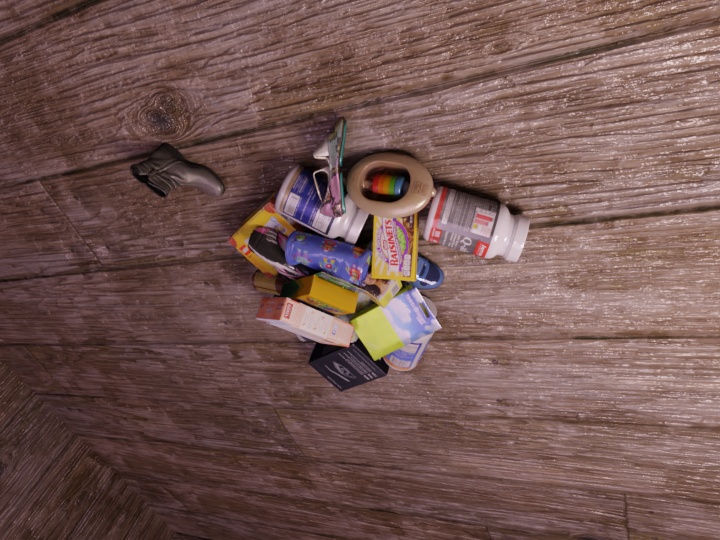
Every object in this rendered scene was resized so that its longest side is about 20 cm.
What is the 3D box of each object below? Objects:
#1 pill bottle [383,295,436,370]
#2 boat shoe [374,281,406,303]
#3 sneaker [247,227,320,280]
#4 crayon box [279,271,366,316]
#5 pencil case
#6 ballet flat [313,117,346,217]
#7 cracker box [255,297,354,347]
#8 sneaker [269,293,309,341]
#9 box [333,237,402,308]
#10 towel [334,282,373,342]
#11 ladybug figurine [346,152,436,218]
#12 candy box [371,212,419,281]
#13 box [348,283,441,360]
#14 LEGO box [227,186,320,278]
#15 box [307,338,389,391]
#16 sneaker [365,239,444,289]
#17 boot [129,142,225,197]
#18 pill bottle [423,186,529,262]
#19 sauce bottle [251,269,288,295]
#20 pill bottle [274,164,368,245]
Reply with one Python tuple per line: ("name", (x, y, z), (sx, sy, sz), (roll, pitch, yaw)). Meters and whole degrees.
("pill bottle", (0.127, 0.159, 1.354), (0.110, 0.113, 0.202), (21, 134, 4))
("boat shoe", (0.044, 0.067, 1.344), (0.199, 0.061, 0.072), (-24, 117, 37))
("sneaker", (-0.184, -0.018, 1.249), (0.198, 0.081, 0.087), (33, 145, -2))
("crayon box", (-0.093, 0.061, 1.220), (0.124, 0.052, 0.199), (24, 159, -27))
("pencil case", (-0.070, -0.027, 1.167), (0.197, 0.079, 0.088), (16, 137, 12))
("ballet flat", (-0.064, -0.211, 1.083), (0.070, 0.069, 0.204), (1, 98, 0))
("cracker box", (-0.131, 0.122, 1.242), (0.198, 0.059, 0.133), (25, 164, -32))
("sneaker", (-0.150, 0.124, 1.455), (0.144, 0.078, 0.203), (-3, 138, 39))
("box", (0.000, 0.000, 1.229), (0.199, 0.076, 0.050), (35, 168, 29))
("towel", (-0.049, 0.066, 1.338), (0.170, 0.048, 0.202), (32, 122, 17))
("ladybug figurine", (0.066, -0.171, 1.090), (0.197, 0.138, 0.072), (16, 174, 25))
("candy box", (0.077, -0.081, 1.149), (0.100, 0.026, 0.204), (4, 95, 22))
("box", (0.084, 0.121, 1.247), (0.198, 0.048, 0.123), (-30, 101, 26))
("LEGO box", (-0.212, -0.089, 1.303), (0.149, 0.078, 0.199), (44, 132, -17))
("box", (-0.027, 0.241, 1.493), (0.198, 0.105, 0.148), (-26, 119, 38))
("sneaker", (0.105, -0.016, 1.218), (0.197, 0.075, 0.082), (25, 168, -1))
("boot", (-0.437, -0.210, 1.255), (0.198, 0.132, 0.068), (32, 135, -6))
("pill bottle", (0.237, -0.092, 1.083), (0.197, 0.117, 0.117), (17, 134, 8))
("sauce bottle", (-0.205, 0.036, 1.386), (0.198, 0.066, 0.067), (10, 135, 38))
("pill bottle", (-0.082, -0.141, 1.176), (0.198, 0.117, 0.116), (27, 135, -2))
